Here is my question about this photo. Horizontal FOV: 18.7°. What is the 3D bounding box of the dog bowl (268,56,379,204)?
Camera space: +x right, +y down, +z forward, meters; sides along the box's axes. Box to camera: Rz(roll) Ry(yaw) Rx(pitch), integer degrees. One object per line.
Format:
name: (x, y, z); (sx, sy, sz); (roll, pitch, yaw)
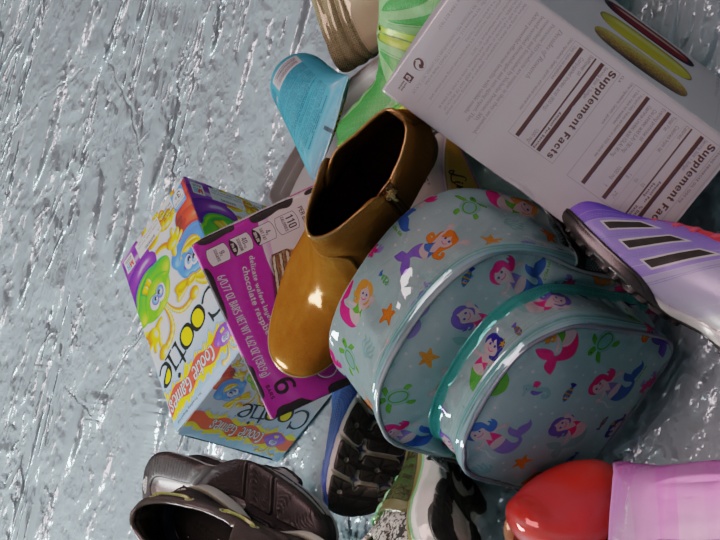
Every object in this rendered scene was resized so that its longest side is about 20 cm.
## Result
dog bowl: (0.000, -0.068, 1.656); (0.200, 0.058, 0.201); (-47, 22, 26)

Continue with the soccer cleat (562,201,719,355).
soccer cleat: (0.213, 0.005, 1.320); (0.199, 0.068, 0.073); (36, 94, 22)

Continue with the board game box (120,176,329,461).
board game box: (-0.104, 0.037, 1.758); (0.103, 0.104, 0.201); (-51, 40, 25)

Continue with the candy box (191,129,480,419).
candy box: (0.000, 0.000, 1.528); (0.199, 0.137, 0.061); (-25, 4, 2)

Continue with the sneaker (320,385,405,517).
sneaker: (0.012, 0.085, 1.614); (0.089, 0.078, 0.202); (-11, 58, 59)

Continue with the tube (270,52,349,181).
tube: (-0.034, -0.123, 1.626); (0.200, 0.050, 0.078); (-117, 39, -74)

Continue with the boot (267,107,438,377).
boot: (-0.018, -0.018, 1.417); (0.070, 0.144, 0.202); (32, 98, 11)

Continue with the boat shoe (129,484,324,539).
boat shoe: (-0.082, 0.206, 1.526); (0.200, 0.060, 0.072); (21, 103, 42)

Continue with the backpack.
backpack: (0.087, 0.046, 1.407); (0.178, 0.199, 0.151); (-56, 38, 20)

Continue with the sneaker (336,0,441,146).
sneaker: (0.044, -0.162, 1.511); (0.084, 0.074, 0.200); (47, 117, 20)

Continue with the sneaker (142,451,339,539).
sneaker: (-0.061, 0.172, 1.631); (0.200, 0.115, 0.076); (13, 99, 46)

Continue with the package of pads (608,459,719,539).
package of pads: (0.204, 0.206, 1.270); (0.120, 0.075, 0.202); (-9, 68, 40)

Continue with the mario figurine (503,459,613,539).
mario figurine: (0.133, 0.218, 1.395); (0.106, 0.122, 0.202); (-30, -45, -80)

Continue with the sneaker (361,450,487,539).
sneaker: (0.030, 0.163, 1.470); (0.088, 0.077, 0.200); (-29, 11, 11)

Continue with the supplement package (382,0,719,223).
supplement package: (0.132, -0.113, 1.399); (0.110, 0.199, 0.114); (-53, 4, 24)

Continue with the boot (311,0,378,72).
boot: (0.029, -0.265, 1.720); (0.155, 0.073, 0.202); (-23, 62, 31)
